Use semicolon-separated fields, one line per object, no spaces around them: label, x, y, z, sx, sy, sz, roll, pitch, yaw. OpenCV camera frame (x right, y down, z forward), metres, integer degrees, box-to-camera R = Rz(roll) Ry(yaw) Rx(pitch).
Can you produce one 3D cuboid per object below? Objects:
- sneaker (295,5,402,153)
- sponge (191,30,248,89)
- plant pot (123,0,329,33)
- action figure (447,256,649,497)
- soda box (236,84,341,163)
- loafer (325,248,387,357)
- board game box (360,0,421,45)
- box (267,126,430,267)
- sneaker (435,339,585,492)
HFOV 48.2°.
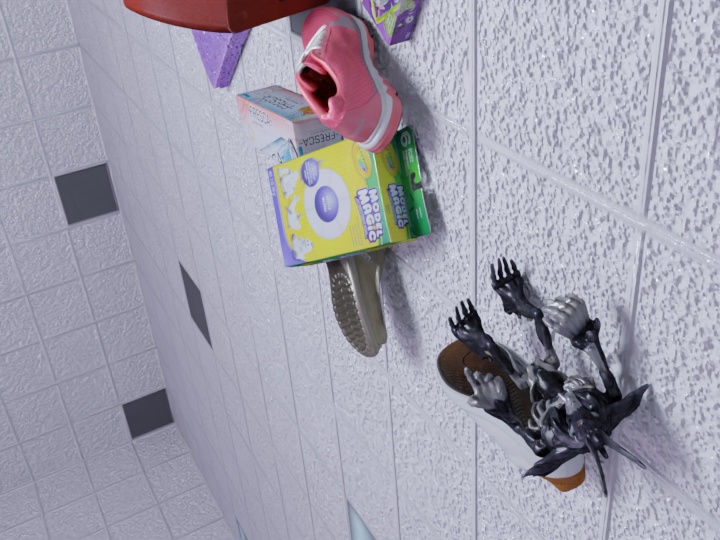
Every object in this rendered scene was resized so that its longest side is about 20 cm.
sneaker;-0.028;-0.202;0.785;0.074;0.086;0.202;-52;46;31
sponge;-0.214;-0.365;1.211;0.113;0.029;0.200;69;159;5
plant pot;-0.130;-0.354;0.824;0.176;0.198;0.202;41;145;35
action figure;0.137;0.078;0.629;0.102;0.119;0.200;46;-174;-39
soda box;-0.094;-0.184;1.030;0.200;0.063;0.069;37;140;56
loafer;0.000;0.000;0.947;0.075;0.067;0.203;-13;92;64
board game box;0.027;-0.309;0.688;0.201;0.032;0.121;110;140;-59
box;-0.014;-0.075;0.860;0.198;0.048;0.119;-12;89;43
sneaker;0.132;0.134;0.741;0.200;0.072;0.085;44;159;59
